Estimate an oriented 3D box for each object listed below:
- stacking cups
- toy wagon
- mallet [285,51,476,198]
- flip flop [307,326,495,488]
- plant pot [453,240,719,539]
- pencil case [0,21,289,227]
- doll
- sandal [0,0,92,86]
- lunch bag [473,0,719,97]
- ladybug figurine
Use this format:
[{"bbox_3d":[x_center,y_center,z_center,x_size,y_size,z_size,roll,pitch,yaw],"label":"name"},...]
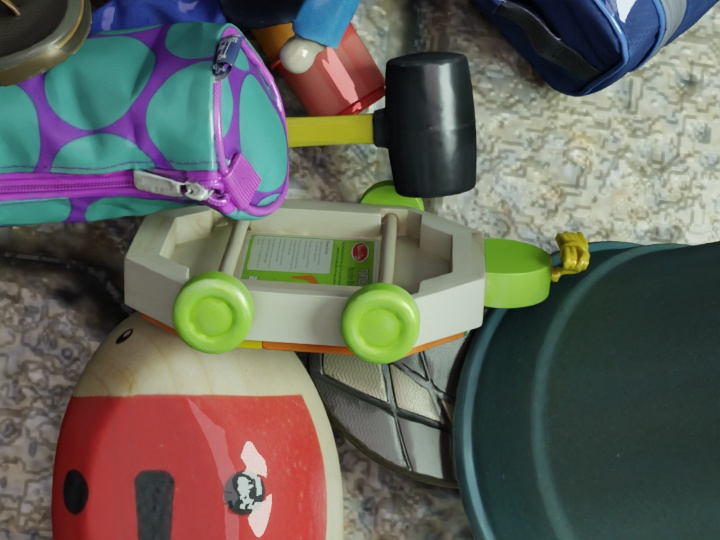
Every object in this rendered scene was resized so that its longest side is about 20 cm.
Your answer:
[{"bbox_3d":[-0.055,-0.159,0.893,0.060,0.060,0.200,-32,95,-12],"label":"stacking cups"},{"bbox_3d":[0.000,0.000,0.821,0.199,0.155,0.040,4,110,1],"label":"toy wagon"},{"bbox_3d":[-0.045,-0.073,0.858,0.199,0.041,0.066,5,102,6],"label":"mallet"},{"bbox_3d":[0.063,0.068,0.885,0.200,0.058,0.081,15,77,-23],"label":"flip flop"},{"bbox_3d":[0.174,0.066,0.799,0.200,0.196,0.201,7,76,-28],"label":"plant pot"},{"bbox_3d":[-0.136,-0.056,0.817,0.199,0.085,0.093,-5,40,13],"label":"pencil case"},{"bbox_3d":[-0.059,-0.150,0.837,0.200,0.048,0.137,-16,100,19],"label":"doll"},{"bbox_3d":[-0.171,-0.153,0.816,0.082,0.055,0.200,-22,51,6],"label":"sandal"},{"bbox_3d":[0.086,-0.186,0.873,0.132,0.136,0.200,-41,90,-12],"label":"lunch bag"},{"bbox_3d":[-0.077,0.111,0.826,0.135,0.072,0.201,-5,89,14],"label":"ladybug figurine"}]
